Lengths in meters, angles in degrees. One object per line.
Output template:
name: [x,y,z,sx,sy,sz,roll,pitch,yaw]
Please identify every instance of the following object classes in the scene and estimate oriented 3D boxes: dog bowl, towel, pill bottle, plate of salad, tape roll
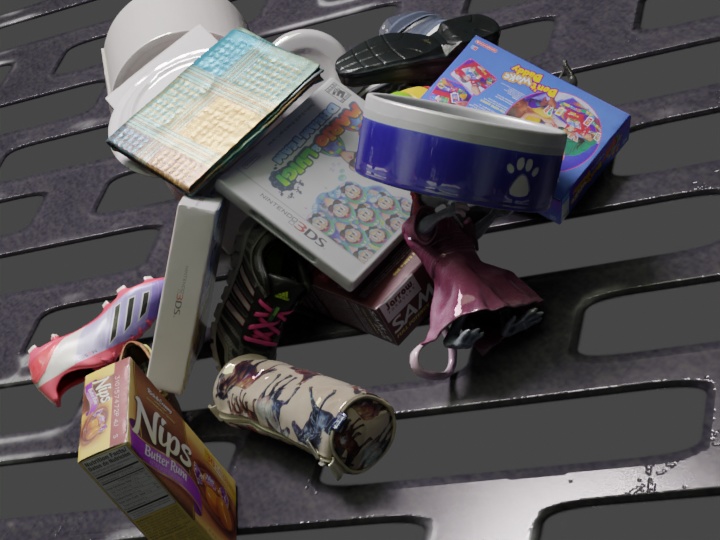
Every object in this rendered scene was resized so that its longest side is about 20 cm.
dog bowl: [0.097,-0.116,1.516,0.200,0.200,0.079,22,105,49]
towel: [-0.153,-0.170,1.633,0.147,0.022,0.200,31,67,37]
pill bottle: [-0.066,-0.233,1.890,0.112,0.112,0.200,-32,6,1]
plate of salad: [-0.176,-0.168,1.685,0.200,0.048,0.200,-10,48,11]
tape roll: [-0.227,-0.249,2.006,0.203,0.203,0.139,-28,37,6]

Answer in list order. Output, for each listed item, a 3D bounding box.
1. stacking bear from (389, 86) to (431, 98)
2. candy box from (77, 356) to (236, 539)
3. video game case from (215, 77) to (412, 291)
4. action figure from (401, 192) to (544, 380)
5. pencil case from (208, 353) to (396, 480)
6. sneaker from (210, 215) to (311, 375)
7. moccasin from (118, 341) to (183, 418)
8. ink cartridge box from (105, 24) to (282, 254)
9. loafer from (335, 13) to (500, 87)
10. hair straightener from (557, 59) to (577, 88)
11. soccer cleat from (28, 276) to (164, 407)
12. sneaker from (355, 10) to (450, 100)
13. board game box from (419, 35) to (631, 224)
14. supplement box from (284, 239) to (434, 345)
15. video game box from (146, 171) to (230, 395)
stacking bear: [0.069,-0.158,1.757,0.200,0.114,0.121,-31,68,-16]
candy box: [-0.188,0.191,1.463,0.056,0.200,0.117,-23,37,12]
video game case: [-0.020,-0.094,1.626,0.182,0.024,0.200,37,56,11]
action figure: [0.092,-0.006,1.546,0.149,0.134,0.200,-47,56,22]
pencil case: [-0.062,0.140,1.532,0.200,0.078,0.089,15,42,45]
sneaker: [-0.099,0.034,1.626,0.087,0.074,0.200,-3,73,54]
moccasin: [-0.225,0.147,1.646,0.074,0.078,0.201,-25,36,11]
ink cartridge box: [-0.171,-0.150,1.823,0.145,0.200,0.147,-40,55,-7]
loafer: [0.069,-0.236,1.795,0.200,0.072,0.073,-13,39,-11]
hair straightener: [0.180,-0.167,1.737,0.077,0.041,0.200,5,51,40]
soccer cleat: [-0.290,0.081,1.799,0.200,0.067,0.076,-31,67,-7]
sneaker: [0.038,-0.236,1.903,0.202,0.077,0.146,-42,27,1]
board game box: [0.167,-0.153,1.656,0.200,0.045,0.134,32,67,22]
supplement box: [0.000,0.000,1.662,0.109,0.061,0.200,-46,37,-19]
video game box: [-0.179,0.008,1.644,0.047,0.200,0.182,11,15,-4]
